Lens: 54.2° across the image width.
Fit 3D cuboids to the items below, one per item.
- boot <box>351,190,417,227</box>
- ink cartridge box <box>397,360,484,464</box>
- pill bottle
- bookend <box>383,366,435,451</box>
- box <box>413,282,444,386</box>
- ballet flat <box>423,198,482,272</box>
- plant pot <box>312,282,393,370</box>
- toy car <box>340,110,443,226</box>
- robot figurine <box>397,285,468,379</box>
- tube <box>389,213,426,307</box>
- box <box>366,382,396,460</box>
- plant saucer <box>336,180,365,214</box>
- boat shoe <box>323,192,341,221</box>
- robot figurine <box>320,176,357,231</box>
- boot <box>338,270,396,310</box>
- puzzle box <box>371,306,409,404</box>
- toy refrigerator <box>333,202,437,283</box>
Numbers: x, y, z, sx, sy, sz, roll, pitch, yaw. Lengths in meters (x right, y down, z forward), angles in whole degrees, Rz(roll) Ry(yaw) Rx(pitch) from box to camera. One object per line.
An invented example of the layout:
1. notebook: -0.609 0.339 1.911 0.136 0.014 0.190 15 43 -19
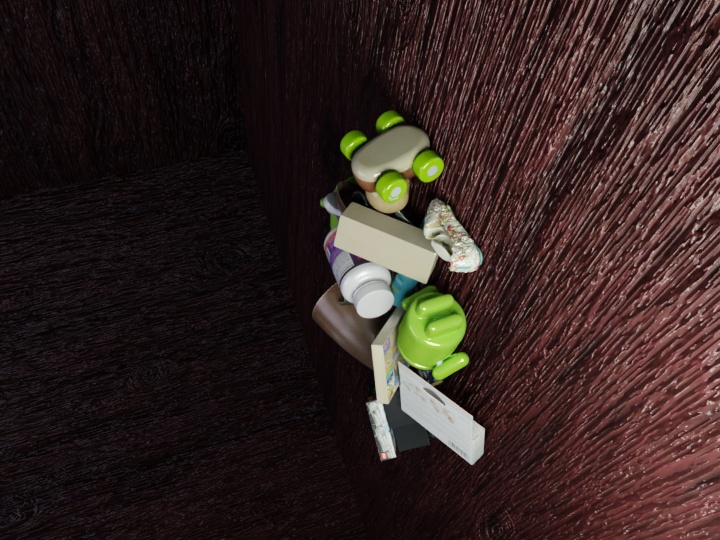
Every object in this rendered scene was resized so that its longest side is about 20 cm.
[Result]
1. boot: 0.032 -0.152 1.506 0.070 0.131 0.200 -55 46 25
2. ink cartridge box: 0.161 0.275 1.415 0.200 0.043 0.174 34 146 34
3. pill bottle: 0.000 0.000 1.495 0.112 0.111 0.201 91 161 -47
4. bookend: 0.112 0.334 1.634 0.200 0.091 0.200 -48 -56 -85
5. box: 0.141 0.141 1.551 0.159 0.046 0.201 103 151 -62
6. ballet flat: 0.151 -0.067 1.267 0.200 0.063 0.076 -119 20 -51
7. plant pot: 0.017 0.133 1.660 0.200 0.186 0.187 51 157 24
8. toy car: 0.068 -0.172 1.365 0.165 0.157 0.200 53 168 34
9. robot figurine: 0.135 0.119 1.364 0.200 0.115 0.176 105 143 -61
10. tube: 0.112 -0.014 1.452 0.078 0.050 0.201 58 135 40
11. box: 0.050 0.351 1.667 0.200 0.040 0.138 -39 -66 -86
12. plant saucer: 0.019 -0.114 1.534 0.032 0.199 0.201 -47 46 25
13. boat shoe: -0.019 -0.126 1.618 0.068 0.199 0.074 -44 61 30
14. robot figurine: -0.018 -0.139 1.775 0.175 0.115 0.201 40 148 28
15. boot: 0.023 -0.011 1.597 0.078 0.137 0.201 90 -177 -67
16. puzzle box: 0.071 0.167 1.463 0.200 0.025 0.134 -49 -44 -59
17. toy refrigerator: 0.056 -0.057 1.378 0.070 0.199 0.076 -56 -15 -52
